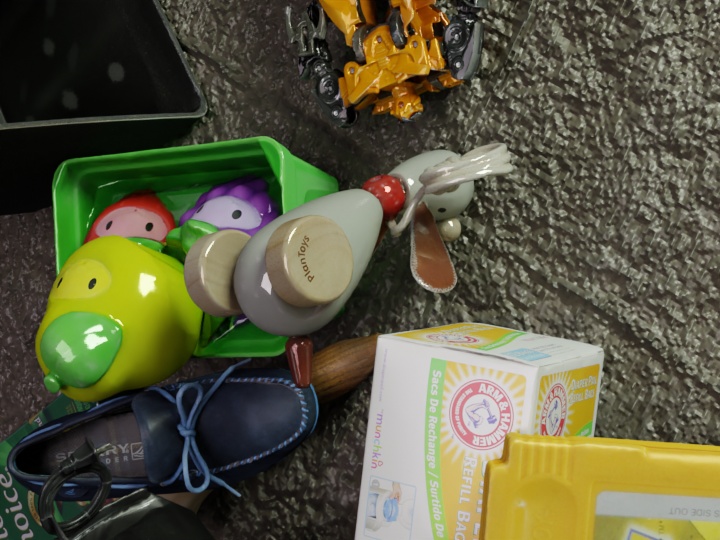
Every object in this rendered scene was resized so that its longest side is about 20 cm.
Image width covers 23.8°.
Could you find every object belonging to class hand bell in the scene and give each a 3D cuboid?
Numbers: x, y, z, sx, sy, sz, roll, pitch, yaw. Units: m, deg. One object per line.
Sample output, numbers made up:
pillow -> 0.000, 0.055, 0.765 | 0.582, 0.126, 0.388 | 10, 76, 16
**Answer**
hand bell -> -0.066, 0.091, 1.122 | 0.199, 0.104, 0.105 | -30, 73, 20

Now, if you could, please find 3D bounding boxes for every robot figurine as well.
robot figurine -> 0.016, -0.188, 1.061 | 0.144, 0.058, 0.202 | -17, 80, 35

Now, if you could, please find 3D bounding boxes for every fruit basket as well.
fruit basket -> -0.130, 0.000, 1.083 | 0.214, 0.215, 0.157 | -4, 89, 35

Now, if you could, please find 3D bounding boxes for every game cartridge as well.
game cartridge -> 0.159, 0.181, 0.913 | 0.198, 0.032, 0.178 | 4, 94, -4

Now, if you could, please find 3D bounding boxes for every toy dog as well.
toy dog -> 0.000, 0.000, 0.995 | 0.132, 0.199, 0.097 | 8, 116, 67

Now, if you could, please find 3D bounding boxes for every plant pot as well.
plant pot -> -0.262, -0.139, 1.189 | 0.177, 0.199, 0.201 | -40, 69, 41

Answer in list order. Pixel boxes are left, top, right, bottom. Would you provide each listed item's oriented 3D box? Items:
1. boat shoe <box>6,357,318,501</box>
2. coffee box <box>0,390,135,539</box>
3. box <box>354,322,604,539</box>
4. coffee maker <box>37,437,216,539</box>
boat shoe -> -0.123, 0.112, 1.065 | 0.198, 0.069, 0.085 | -20, 81, 9
coffee box -> -0.219, 0.171, 1.236 | 0.200, 0.044, 0.124 | -35, 72, 36
box -> 0.066, 0.138, 0.993 | 0.101, 0.112, 0.202 | 9, 96, 28
coffee maker -> -0.101, 0.231, 0.980 | 0.135, 0.192, 0.200 | -47, 44, -7
